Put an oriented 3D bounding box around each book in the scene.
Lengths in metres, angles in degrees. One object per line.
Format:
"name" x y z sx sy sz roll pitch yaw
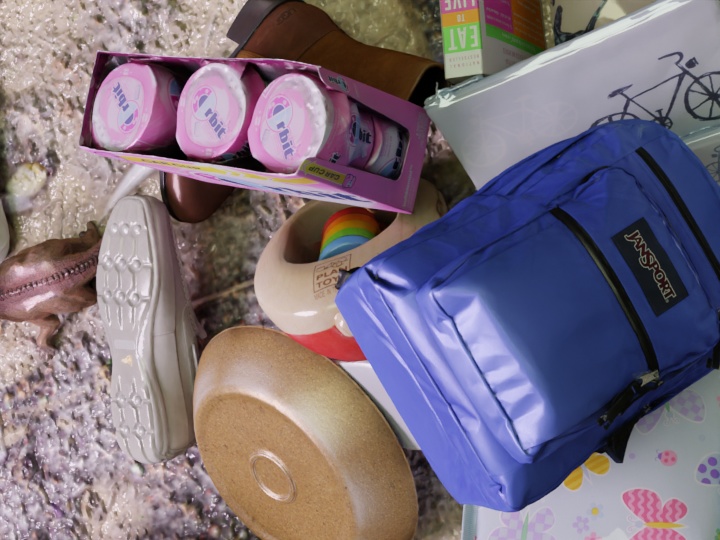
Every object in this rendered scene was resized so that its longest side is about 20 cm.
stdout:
"book" 0.079 -0.216 0.775 0.048 0.133 0.202 -4 89 21

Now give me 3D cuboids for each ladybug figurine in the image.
"ladybug figurine" 0.000 0.000 0.793 0.135 0.200 0.072 -18 112 13

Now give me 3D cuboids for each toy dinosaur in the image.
"toy dinosaur" -0.252 0.012 0.918 0.199 0.135 0.086 -27 81 20

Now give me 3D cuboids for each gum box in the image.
"gum box" -0.062 -0.086 0.741 0.199 0.113 0.067 11 90 37

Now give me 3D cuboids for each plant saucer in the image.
"plant saucer" -0.051 0.134 0.832 0.199 0.035 0.202 24 131 30

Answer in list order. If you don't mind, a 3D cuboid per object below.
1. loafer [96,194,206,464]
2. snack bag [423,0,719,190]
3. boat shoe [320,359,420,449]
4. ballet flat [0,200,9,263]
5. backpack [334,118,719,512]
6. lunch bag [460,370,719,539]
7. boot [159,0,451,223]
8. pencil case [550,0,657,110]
"loafer" -0.152 0.042 0.904 0.069 0.070 0.202 7 103 36
"snack bag" 0.163 -0.066 0.734 0.187 0.022 0.200 -21 127 22
"boat shoe" 0.004 0.073 0.821 0.199 0.066 0.072 -7 119 48
"ballet flat" -0.340 -0.096 0.992 0.069 0.069 0.202 -19 83 22
"backpack" 0.117 0.019 0.644 0.199 0.168 0.163 -31 94 -17
"lunch bag" 0.161 0.117 0.749 0.168 0.127 0.202 -3 63 22
"boot" -0.042 -0.085 0.835 0.200 0.068 0.189 36 92 41
"pencil case" 0.150 -0.196 0.759 0.089 0.078 0.202 -7 86 13
